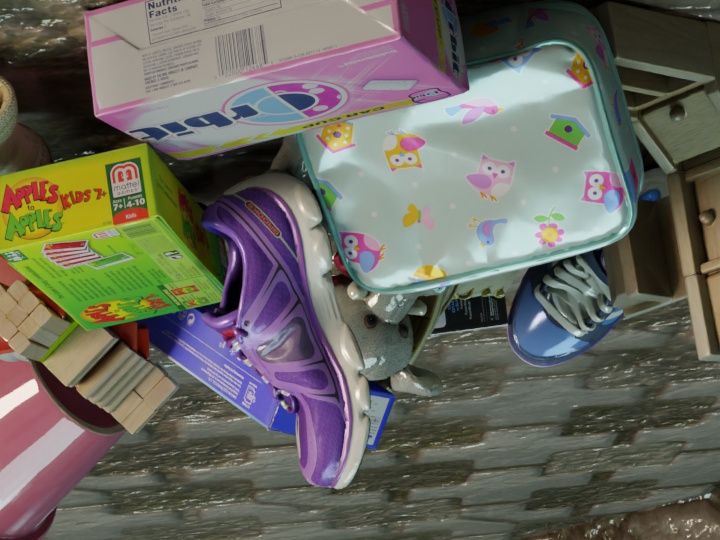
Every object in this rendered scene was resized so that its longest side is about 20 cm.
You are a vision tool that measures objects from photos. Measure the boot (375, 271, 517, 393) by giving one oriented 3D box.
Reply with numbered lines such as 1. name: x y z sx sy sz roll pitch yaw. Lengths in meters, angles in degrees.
1. boot: 0.052 0.013 1.893 0.072 0.201 0.155 23 -179 22

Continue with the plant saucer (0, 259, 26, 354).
1. plant saucer: -0.301 -0.007 1.775 0.199 0.037 0.200 -11 143 11

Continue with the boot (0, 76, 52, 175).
1. boot: -0.291 -0.059 1.577 0.199 0.072 0.155 -17 167 -2

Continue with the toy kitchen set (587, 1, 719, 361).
1. toy kitchen set: 0.172 -0.041 1.690 0.180 0.201 0.163 6 160 -45

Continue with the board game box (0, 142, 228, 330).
1. board game box: -0.150 -0.018 1.620 0.101 0.048 0.200 -12 164 7

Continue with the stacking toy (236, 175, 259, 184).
1. stacking toy: -0.047 -0.023 1.884 0.116 0.110 0.200 5 159 22

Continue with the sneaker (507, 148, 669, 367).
1. sneaker: 0.174 0.000 1.941 0.200 0.081 0.146 -45 176 13

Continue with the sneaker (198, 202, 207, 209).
1. sneaker: -0.146 -0.036 1.819 0.115 0.075 0.200 -7 177 -26

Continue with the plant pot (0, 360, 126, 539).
1. plant pot: -0.288 0.120 2.126 0.179 0.201 0.200 -34 155 27

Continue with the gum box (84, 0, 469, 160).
1. gum box: -0.052 -0.123 1.508 0.199 0.066 0.113 -13 164 19

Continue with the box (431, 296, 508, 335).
1. box: 0.008 0.018 2.048 0.199 0.060 0.117 -7 -172 -5

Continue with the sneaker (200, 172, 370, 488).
1. sneaker: -0.052 0.042 1.627 0.083 0.201 0.081 -19 -171 -17

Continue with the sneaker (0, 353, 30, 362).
1. sneaker: -0.288 0.016 1.927 0.080 0.077 0.200 -7 157 6

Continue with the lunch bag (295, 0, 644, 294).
1. lunch bag: 0.066 -0.071 1.604 0.199 0.161 0.077 -12 -151 18

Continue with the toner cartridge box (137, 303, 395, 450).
1. toner cartridge box: -0.071 0.061 1.808 0.095 0.043 0.200 16 -170 -38

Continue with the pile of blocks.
1. pile of blocks: -0.186 0.042 1.778 0.062 0.082 0.200 -45 142 1

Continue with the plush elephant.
1. plush elephant: 0.000 0.000 1.738 0.164 0.155 0.200 8 134 -43
